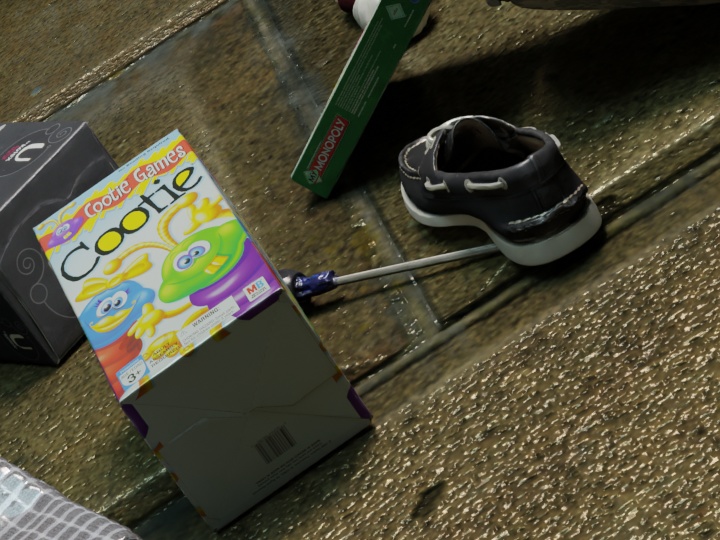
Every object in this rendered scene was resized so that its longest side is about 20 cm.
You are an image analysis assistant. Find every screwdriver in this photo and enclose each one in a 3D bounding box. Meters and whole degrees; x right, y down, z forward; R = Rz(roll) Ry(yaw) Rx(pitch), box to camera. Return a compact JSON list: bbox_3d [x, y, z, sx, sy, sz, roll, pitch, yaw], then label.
[{"bbox_3d":[0.000,0.000,1.539,0.199,0.028,0.029,-17,58,29],"label":"screwdriver"}]

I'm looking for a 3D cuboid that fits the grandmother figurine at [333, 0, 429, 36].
[{"bbox_3d":[0.026,-0.217,1.870,0.121,0.060,0.201,-52,17,30],"label":"grandmother figurine"}]

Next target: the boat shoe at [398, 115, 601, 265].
[{"bbox_3d":[0.067,-0.056,1.508,0.074,0.061,0.200,-31,22,-9],"label":"boat shoe"}]

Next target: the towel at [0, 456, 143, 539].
[{"bbox_3d":[-0.198,0.188,1.363,0.200,0.086,0.165,-44,27,-21],"label":"towel"}]

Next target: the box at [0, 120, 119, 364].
[{"bbox_3d":[-0.240,-0.020,1.767,0.199,0.106,0.122,2,44,51],"label":"box"}]

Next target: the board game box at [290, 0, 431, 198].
[{"bbox_3d":[0.022,-0.156,1.658,0.201,0.029,0.135,-61,4,39],"label":"board game box"}]

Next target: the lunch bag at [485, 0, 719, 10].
[{"bbox_3d":[0.158,-0.218,1.555,0.198,0.140,0.168,-1,28,13],"label":"lunch bag"}]

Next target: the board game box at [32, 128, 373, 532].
[{"bbox_3d":[-0.089,0.028,1.466,0.105,0.103,0.200,-35,33,-1],"label":"board game box"}]
